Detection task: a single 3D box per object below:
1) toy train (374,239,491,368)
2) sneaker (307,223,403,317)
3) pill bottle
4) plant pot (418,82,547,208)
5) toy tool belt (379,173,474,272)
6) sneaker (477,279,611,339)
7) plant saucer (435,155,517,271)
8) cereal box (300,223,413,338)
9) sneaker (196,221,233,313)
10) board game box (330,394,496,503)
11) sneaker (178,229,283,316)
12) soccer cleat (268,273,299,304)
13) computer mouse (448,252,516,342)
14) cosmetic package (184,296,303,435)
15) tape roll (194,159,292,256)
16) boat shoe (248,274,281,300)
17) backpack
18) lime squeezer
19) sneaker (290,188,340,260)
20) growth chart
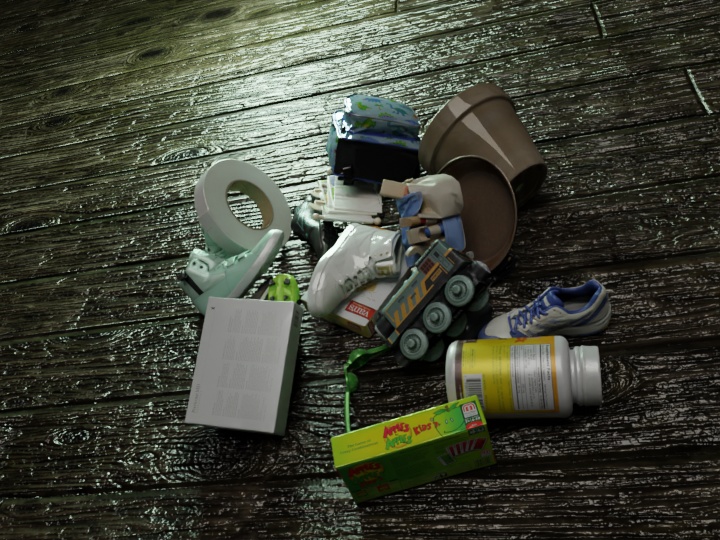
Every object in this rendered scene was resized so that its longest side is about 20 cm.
[{"bbox_3d":[0.106,0.050,1.048,0.200,0.085,0.114,-51,59,15],"label":"toy train"},{"bbox_3d":[0.000,0.000,1.140,0.115,0.074,0.201,9,51,30],"label":"sneaker"},{"bbox_3d":[0.221,0.145,0.947,0.199,0.110,0.110,-4,47,17],"label":"pill bottle"},{"bbox_3d":[0.231,-0.200,1.236,0.199,0.200,0.174,-33,61,-12],"label":"plant pot"},{"bbox_3d":[0.101,-0.055,1.133,0.122,0.201,0.125,-9,-2,-16],"label":"toy tool belt"},{"bbox_3d":[0.266,0.062,1.027,0.199,0.088,0.076,-18,46,5],"label":"sneaker"},{"bbox_3d":[0.187,-0.089,1.161,0.037,0.201,0.200,-3,28,-42],"label":"plant saucer"},{"bbox_3d":[0.010,0.011,1.204,0.143,0.040,0.200,19,57,33],"label":"cereal box"},{"bbox_3d":[-0.278,-0.024,1.290,0.073,0.119,0.201,-4,47,17],"label":"sneaker"},{"bbox_3d":[0.072,0.238,0.921,0.199,0.102,0.048,-17,43,4],"label":"board game box"},{"bbox_3d":[-0.228,-0.017,1.200,0.118,0.074,0.201,42,95,2],"label":"sneaker"},{"bbox_3d":[-0.128,0.106,1.152,0.067,0.081,0.201,0,70,17],"label":"soccer cleat"},{"bbox_3d":[0.197,0.039,1.114,0.058,0.034,0.200,13,53,31],"label":"computer mouse"},{"bbox_3d":[-0.178,0.146,1.080,0.150,0.052,0.201,4,74,15],"label":"cosmetic package"},{"bbox_3d":[-0.217,-0.115,1.307,0.037,0.202,0.204,-33,34,37],"label":"tape roll"},{"bbox_3d":[-0.187,0.084,1.187,0.060,0.072,0.202,10,55,23],"label":"boat shoe"},{"bbox_3d":[0.027,-0.259,1.356,0.182,0.148,0.200,5,26,-15],"label":"backpack"},{"bbox_3d":[0.003,0.166,1.073,0.070,0.038,0.200,31,58,4],"label":"lime squeezer"},{"bbox_3d":[-0.085,-0.072,1.311,0.079,0.076,0.200,-28,36,11],"label":"sneaker"},{"bbox_3d":[-0.021,-0.144,1.322,0.144,0.018,0.201,8,36,-1],"label":"growth chart"}]
